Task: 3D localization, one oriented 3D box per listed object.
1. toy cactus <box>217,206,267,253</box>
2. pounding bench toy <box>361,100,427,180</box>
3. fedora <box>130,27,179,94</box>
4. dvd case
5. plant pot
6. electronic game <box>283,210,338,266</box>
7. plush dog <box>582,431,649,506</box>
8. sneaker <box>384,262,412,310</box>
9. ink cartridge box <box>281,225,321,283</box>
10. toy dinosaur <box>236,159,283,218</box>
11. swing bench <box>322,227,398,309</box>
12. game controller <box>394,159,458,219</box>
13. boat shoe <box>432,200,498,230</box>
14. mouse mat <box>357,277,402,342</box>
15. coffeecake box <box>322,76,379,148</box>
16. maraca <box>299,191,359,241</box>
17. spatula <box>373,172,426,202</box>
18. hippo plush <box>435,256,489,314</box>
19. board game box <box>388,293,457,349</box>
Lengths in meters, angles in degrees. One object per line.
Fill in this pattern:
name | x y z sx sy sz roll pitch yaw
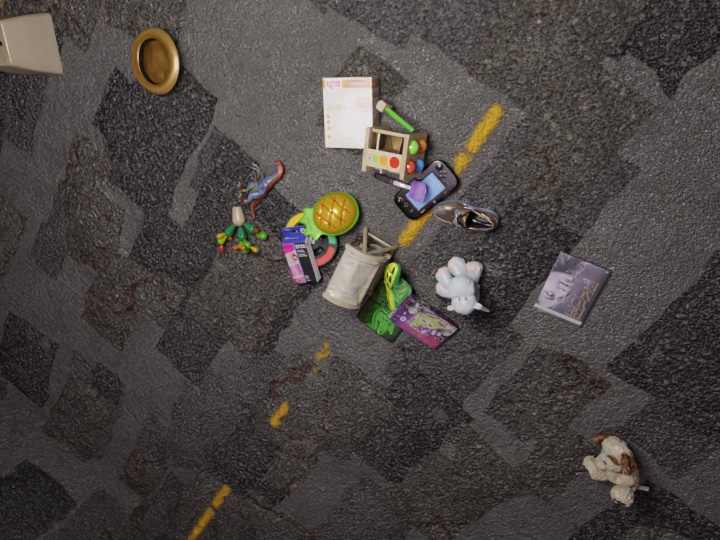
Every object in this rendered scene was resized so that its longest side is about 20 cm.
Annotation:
toy cactus | -0.428 -0.139 1.854 0.199 0.102 0.166 -4 100 31
pounding bench toy | 0.110 -0.376 1.512 0.155 0.124 0.201 17 114 27
fedora | -0.649 -0.677 1.717 0.200 0.082 0.202 6 107 19
dvd case | 0.626 0.058 1.574 0.148 0.016 0.201 23 117 10
plant pot | -1.196 -0.780 1.825 0.199 0.177 0.201 6 113 18
electronic game | -0.169 -0.107 1.790 0.199 0.042 0.201 7 113 18
plush dog | 0.811 0.602 1.656 0.160 0.200 0.172 -23 115 -7
sneaker | 0.123 0.045 1.704 0.083 0.074 0.201 -15 137 -8
ink cartridge box | -0.205 -0.052 1.792 0.094 0.037 0.201 -3 115 26
toy dinosaur | -0.326 -0.293 1.777 0.181 0.105 0.200 -15 143 12
swing bench | 0.000 0.000 1.678 0.129 0.200 0.199 30 118 6
game controller | 0.197 -0.241 1.597 0.200 0.042 0.104 -39 89 29
boat shoe | 0.309 -0.163 1.571 0.199 0.072 0.073 9 114 17
mouse mat | 0.095 0.139 1.811 0.161 0.008 0.200 35 119 4
coffeecake box | -0.026 -0.470 1.572 0.153 0.073 0.201 6 113 18
maraca | -0.100 -0.174 1.691 0.199 0.107 0.138 -21 83 12
spatula | 0.116 -0.263 1.601 0.199 0.021 0.057 27 109 29
hippo plush | 0.297 0.071 1.619 0.159 0.161 0.201 -4 109 21
board game box | 0.206 0.169 1.736 0.200 0.032 0.120 33 124 -16
